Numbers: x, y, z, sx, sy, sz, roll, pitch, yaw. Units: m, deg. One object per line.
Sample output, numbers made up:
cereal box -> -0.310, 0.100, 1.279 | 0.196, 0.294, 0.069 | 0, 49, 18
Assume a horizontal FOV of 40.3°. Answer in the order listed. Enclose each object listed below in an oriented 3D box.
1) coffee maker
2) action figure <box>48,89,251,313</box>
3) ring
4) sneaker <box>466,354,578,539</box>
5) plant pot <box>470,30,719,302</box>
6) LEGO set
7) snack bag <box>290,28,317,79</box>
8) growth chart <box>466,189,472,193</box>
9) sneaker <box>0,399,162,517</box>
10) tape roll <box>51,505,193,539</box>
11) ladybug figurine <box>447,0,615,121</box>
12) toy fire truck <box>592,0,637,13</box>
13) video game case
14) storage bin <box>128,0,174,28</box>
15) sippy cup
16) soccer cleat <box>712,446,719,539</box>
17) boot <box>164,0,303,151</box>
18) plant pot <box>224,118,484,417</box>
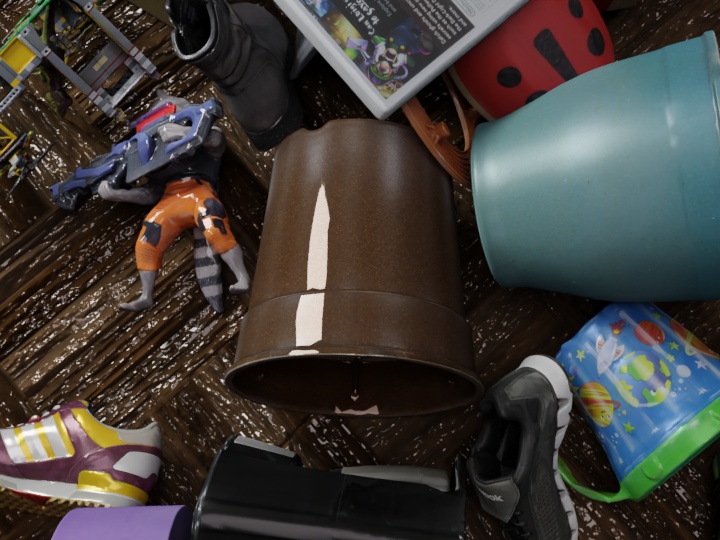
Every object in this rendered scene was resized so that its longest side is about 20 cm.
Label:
coffee maker -> -0.024, 0.206, 0.732 | 0.199, 0.192, 0.136 | 5, 94, 3
action figure -> -0.173, -0.060, 0.858 | 0.199, 0.104, 0.195 | -13, 73, 31
ring -> 0.061, -0.159, 0.817 | 0.019, 0.200, 0.201 | -27, 77, 23
sneaker -> 0.121, 0.171, 0.769 | 0.090, 0.066, 0.201 | -14, 105, -41
plant pot -> 0.190, -0.065, 0.760 | 0.187, 0.200, 0.201 | -8, 76, 20
LEGO set -> -0.264, -0.154, 0.850 | 0.116, 0.154, 0.200 | 44, 76, -26
snack bag -> -0.026, -0.283, 0.846 | 0.021, 0.188, 0.201 | 12, 75, -19
growth chart -> 0.197, -0.068, 0.881 | 0.200, 0.018, 0.145 | 42, 80, 9
sneaker -> -0.263, 0.150, 0.814 | 0.199, 0.075, 0.091 | 11, 60, 3
tape roll -> -0.169, 0.274, 0.712 | 0.084, 0.200, 0.201 | -2, 77, 0
ladybug figurine -> 0.149, -0.184, 0.825 | 0.200, 0.072, 0.136 | 40, 93, -26
toy fire truck -> 0.150, -0.307, 0.896 | 0.199, 0.129, 0.177 | -14, 77, -13
video game case -> 0.015, -0.240, 0.736 | 0.182, 0.023, 0.200 | -41, 89, -18
storage bin -> -0.212, -0.314, 0.848 | 0.199, 0.199, 0.094 | 32, 83, 7
sippy cup -> 0.231, 0.094, 0.794 | 0.177, 0.140, 0.130 | -31, 67, -22
soccer cleat -> 0.317, 0.194, 0.804 | 0.081, 0.068, 0.201 | 28, 76, 22
boot -> -0.111, -0.204, 0.821 | 0.070, 0.132, 0.200 | -33, 44, 8
plant pot -> 0.000, 0.000, 0.787 | 0.199, 0.200, 0.199 | 3, 70, 1
